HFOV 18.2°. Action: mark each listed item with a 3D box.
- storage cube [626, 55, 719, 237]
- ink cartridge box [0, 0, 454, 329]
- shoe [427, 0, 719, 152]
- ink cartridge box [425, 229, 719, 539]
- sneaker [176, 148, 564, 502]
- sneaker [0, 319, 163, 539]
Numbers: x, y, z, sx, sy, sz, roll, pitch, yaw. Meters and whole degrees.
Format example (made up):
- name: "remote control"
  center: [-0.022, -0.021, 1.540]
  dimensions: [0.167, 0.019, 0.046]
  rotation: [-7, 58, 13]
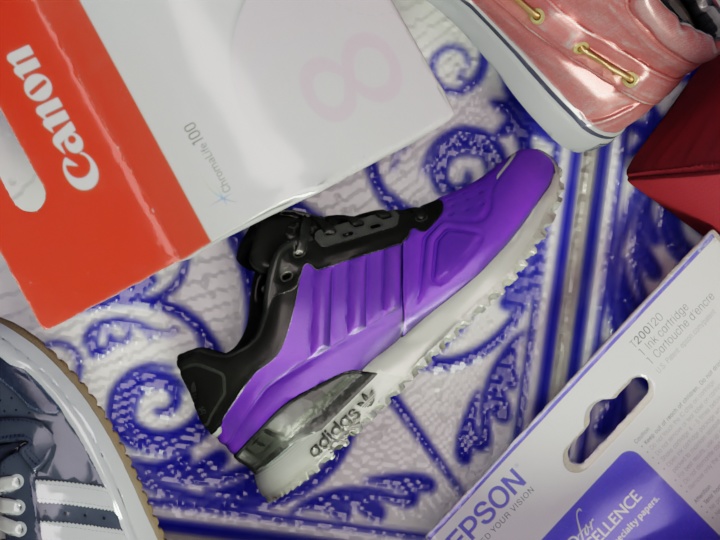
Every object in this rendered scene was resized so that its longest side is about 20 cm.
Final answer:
- name: "storage cube"
  center: [0.253, -0.066, 0.991]
  dimensions: [0.200, 0.180, 0.171]
  rotation: [34, 83, -10]
- name: "ink cartridge box"
  center: [-0.081, -0.090, 0.961]
  dimensions: [0.200, 0.057, 0.163]
  rotation: [-29, 89, -29]
- name: "shoe"
  center: [0.072, -0.149, 0.993]
  dimensions: [0.200, 0.071, 0.091]
  rotation: [46, 125, -12]
- name: "ink cartridge box"
  center: [0.158, 0.118, 1.040]
  dimensions: [0.198, 0.043, 0.200]
  rotation: [-45, 100, -9]
- name: "sneaker"
  center: [0.000, 0.000, 0.997]
  dimensions: [0.200, 0.070, 0.100]
  rotation: [-45, 91, -11]
- name: "sneaker"
  center: [-0.143, 0.125, 0.944]
  dimensions: [0.108, 0.070, 0.200]
  rotation: [-34, 99, -34]
